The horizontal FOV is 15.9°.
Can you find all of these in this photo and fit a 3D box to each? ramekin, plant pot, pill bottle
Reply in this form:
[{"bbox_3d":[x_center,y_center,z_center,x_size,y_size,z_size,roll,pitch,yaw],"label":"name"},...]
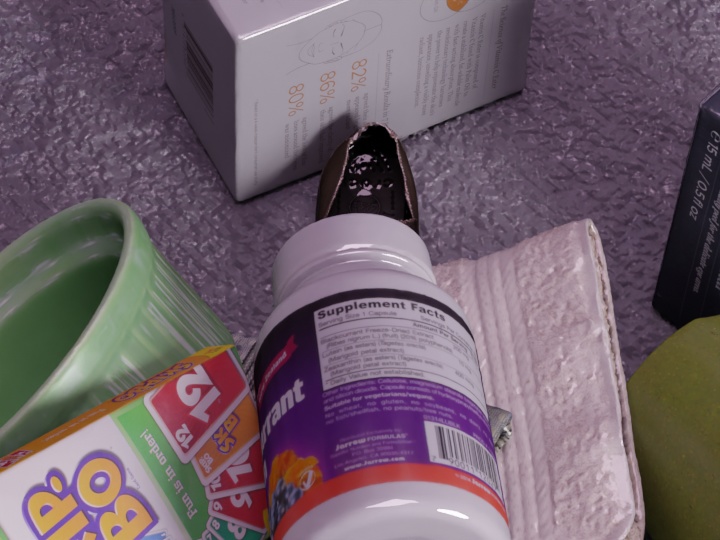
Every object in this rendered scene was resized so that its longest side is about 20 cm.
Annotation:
[{"bbox_3d":[-0.157,0.069,1.320,0.098,0.200,0.200,44,55,-24],"label":"ramekin"},{"bbox_3d":[0.227,0.120,1.323,0.200,0.200,0.190,-29,49,-21],"label":"plant pot"},{"bbox_3d":[0.006,0.071,1.242,0.111,0.112,0.200,-4,46,-5],"label":"pill bottle"}]

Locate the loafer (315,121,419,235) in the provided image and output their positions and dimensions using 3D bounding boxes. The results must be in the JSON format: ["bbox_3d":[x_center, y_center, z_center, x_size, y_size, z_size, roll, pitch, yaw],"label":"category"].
[{"bbox_3d":[0.000,0.000,1.444,0.073,0.071,0.201,-2,56,-4],"label":"loafer"}]

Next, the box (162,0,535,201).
[{"bbox_3d":[-0.007,-0.155,1.501,0.200,0.152,0.106,-22,59,-18],"label":"box"}]

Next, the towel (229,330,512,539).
[{"bbox_3d":[-0.043,0.129,1.307,0.192,0.035,0.200,14,55,29],"label":"towel"}]

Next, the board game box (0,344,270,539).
[{"bbox_3d":[-0.116,0.114,1.202,0.200,0.030,0.096,-28,104,-43],"label":"board game box"}]

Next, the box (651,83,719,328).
[{"bbox_3d":[0.277,-0.009,1.388,0.200,0.197,0.117,39,63,21],"label":"box"}]

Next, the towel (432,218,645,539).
[{"bbox_3d":[0.074,0.077,1.335,0.132,0.034,0.201,-17,61,18],"label":"towel"}]
